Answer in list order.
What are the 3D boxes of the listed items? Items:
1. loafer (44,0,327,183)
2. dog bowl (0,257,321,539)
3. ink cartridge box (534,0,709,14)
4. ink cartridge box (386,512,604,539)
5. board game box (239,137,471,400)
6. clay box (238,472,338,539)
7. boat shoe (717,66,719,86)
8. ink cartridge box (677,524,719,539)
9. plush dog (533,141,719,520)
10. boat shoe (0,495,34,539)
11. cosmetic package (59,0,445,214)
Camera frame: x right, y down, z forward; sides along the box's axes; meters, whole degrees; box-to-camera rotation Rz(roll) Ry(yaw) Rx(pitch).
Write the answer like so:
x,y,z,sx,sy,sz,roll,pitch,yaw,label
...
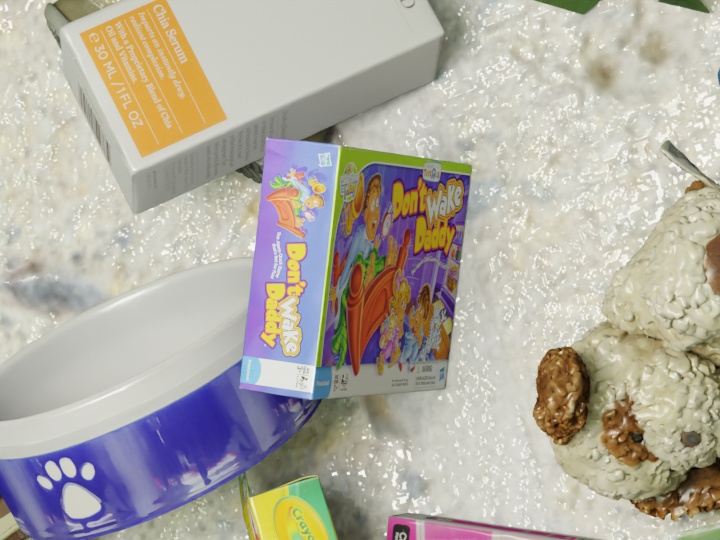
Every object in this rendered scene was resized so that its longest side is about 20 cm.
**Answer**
x,y,z,sx,sy,sz,roll,pitch,yaw,label
-0.100,-0.118,1.618,0.199,0.075,0.070,31,78,11,loafer
-0.124,0.073,1.541,0.199,0.200,0.079,-19,106,22,dog bowl
0.099,-0.200,1.507,0.059,0.104,0.200,-45,74,17,ink cartridge box
0.106,0.199,1.537,0.199,0.037,0.095,6,91,21,ink cartridge box
0.000,0.000,1.495,0.044,0.200,0.135,7,92,22,board game box
-0.026,0.198,1.547,0.047,0.115,0.201,-15,82,-7,clay box
0.257,-0.134,1.417,0.084,0.200,0.069,35,67,-8,boat shoe
0.248,0.121,1.384,0.199,0.104,0.060,-13,52,-7,ink cartridge box
0.169,0.047,1.450,0.172,0.200,0.161,-49,38,5,plush dog
-0.198,0.166,1.655,0.201,0.075,0.075,-20,99,25,boat shoe
-0.063,-0.125,1.542,0.199,0.071,0.102,-26,75,-12,cosmetic package
